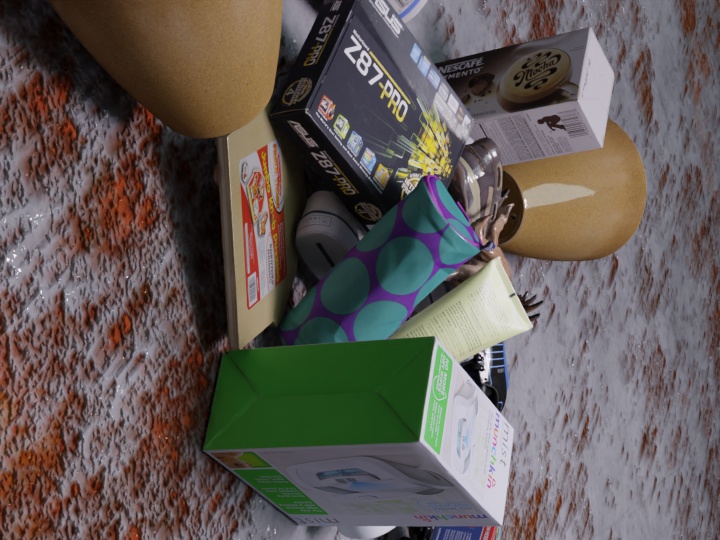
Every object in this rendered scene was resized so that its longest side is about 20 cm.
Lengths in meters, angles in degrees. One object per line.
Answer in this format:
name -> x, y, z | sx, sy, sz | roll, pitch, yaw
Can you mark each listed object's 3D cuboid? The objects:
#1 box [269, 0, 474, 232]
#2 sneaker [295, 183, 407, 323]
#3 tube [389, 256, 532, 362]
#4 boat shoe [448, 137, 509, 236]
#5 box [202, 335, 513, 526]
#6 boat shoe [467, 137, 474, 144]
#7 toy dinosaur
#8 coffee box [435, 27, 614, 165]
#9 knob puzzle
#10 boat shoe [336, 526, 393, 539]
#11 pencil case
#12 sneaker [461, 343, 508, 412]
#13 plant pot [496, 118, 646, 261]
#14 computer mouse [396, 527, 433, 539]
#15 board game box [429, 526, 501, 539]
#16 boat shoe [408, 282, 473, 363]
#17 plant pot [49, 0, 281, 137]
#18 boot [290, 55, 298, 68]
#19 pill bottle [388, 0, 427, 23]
box -> 0.015, -0.136, 1.298 | 0.200, 0.049, 0.162 | 49, 50, -37
sneaker -> 0.000, 0.000, 1.354 | 0.201, 0.072, 0.071 | 65, 31, -46
tube -> 0.061, 0.070, 1.348 | 0.052, 0.199, 0.058 | 55, -7, 36
boat shoe -> 0.124, -0.075, 1.533 | 0.075, 0.073, 0.200 | 53, -10, 18
box -> 0.003, 0.138, 1.199 | 0.177, 0.198, 0.097 | 50, 43, -49
boat shoe -> 0.064, -0.126, 1.520 | 0.200, 0.071, 0.066 | 35, 59, -55
toy dinosaur -> 0.126, 0.015, 1.434 | 0.200, 0.085, 0.137 | -27, 99, -75
coffee box -> 0.169, -0.184, 1.595 | 0.080, 0.199, 0.114 | 53, 41, -40
knob puzzle -> -0.089, -0.048, 1.238 | 0.220, 0.030, 0.222 | 2, 90, -75
boat shoe -> 0.021, 0.167, 1.359 | 0.202, 0.074, 0.087 | -51, 135, -58
pencil case -> 0.018, 0.014, 1.258 | 0.085, 0.200, 0.092 | 51, 14, 23
sneaker -> 0.124, 0.085, 1.585 | 0.078, 0.070, 0.201 | -66, 146, -54
plant pot -> 0.210, -0.091, 1.709 | 0.199, 0.185, 0.188 | -13, 96, -50
computer mouse -> 0.042, 0.279, 1.412 | 0.200, 0.046, 0.142 | -32, 114, -61
board game box -> 0.091, 0.352, 1.411 | 0.201, 0.061, 0.201 | -65, 157, -50
boat shoe -> 0.063, 0.036, 1.480 | 0.071, 0.069, 0.201 | 58, 11, -36
plant pot -> -0.130, -0.196, 1.042 | 0.201, 0.185, 0.187 | 72, 26, -50
boot -> 0.000, -0.104, 1.384 | 0.199, 0.072, 0.168 | 19, 85, -36
pill bottle -> -0.017, -0.320, 1.351 | 0.200, 0.113, 0.115 | 42, 48, -53
